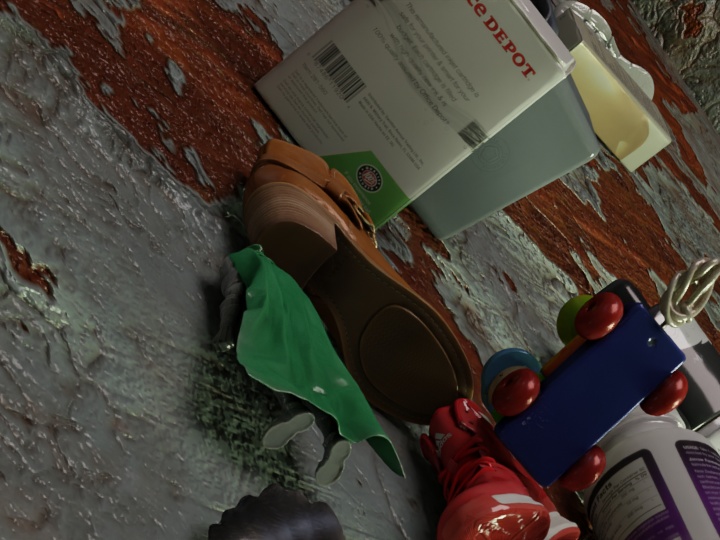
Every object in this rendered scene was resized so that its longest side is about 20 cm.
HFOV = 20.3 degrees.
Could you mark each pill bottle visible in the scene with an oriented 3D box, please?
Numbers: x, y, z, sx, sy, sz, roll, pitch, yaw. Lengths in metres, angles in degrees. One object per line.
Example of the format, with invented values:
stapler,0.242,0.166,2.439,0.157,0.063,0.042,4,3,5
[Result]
pill bottle,0.231,0.189,1.491,0.111,0.111,0.201,37,23,-41

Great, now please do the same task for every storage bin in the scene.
storage bin,0.096,-0.129,1.663,0.135,0.199,0.146,56,14,-25

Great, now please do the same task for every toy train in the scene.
toy train,0.163,0.041,1.290,0.085,0.200,0.116,47,0,-17

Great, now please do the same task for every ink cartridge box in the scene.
ink cartridge box,0.044,-0.149,1.522,0.147,0.199,0.084,52,18,-2

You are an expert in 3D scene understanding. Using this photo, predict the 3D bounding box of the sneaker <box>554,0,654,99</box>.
sneaker,0.325,-0.297,2.820,0.200,0.077,0.082,46,-9,-24

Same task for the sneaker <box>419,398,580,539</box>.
sneaker,0.063,0.137,1.253,0.116,0.078,0.200,49,3,20

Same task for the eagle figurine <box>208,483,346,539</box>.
eagle figurine,0.014,0.199,0.934,0.200,0.150,0.153,25,-60,59

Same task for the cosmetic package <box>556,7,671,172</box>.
cosmetic package,0.312,-0.234,2.614,0.200,0.071,0.106,44,19,-26

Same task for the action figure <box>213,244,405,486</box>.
action figure,-0.047,0.042,1.157,0.118,0.055,0.200,41,14,-30

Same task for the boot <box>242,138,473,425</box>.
boot,0.000,0.000,1.337,0.200,0.073,0.155,49,13,-21

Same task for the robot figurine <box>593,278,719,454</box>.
robot figurine,0.251,0.108,1.693,0.150,0.125,0.201,-23,73,-42
